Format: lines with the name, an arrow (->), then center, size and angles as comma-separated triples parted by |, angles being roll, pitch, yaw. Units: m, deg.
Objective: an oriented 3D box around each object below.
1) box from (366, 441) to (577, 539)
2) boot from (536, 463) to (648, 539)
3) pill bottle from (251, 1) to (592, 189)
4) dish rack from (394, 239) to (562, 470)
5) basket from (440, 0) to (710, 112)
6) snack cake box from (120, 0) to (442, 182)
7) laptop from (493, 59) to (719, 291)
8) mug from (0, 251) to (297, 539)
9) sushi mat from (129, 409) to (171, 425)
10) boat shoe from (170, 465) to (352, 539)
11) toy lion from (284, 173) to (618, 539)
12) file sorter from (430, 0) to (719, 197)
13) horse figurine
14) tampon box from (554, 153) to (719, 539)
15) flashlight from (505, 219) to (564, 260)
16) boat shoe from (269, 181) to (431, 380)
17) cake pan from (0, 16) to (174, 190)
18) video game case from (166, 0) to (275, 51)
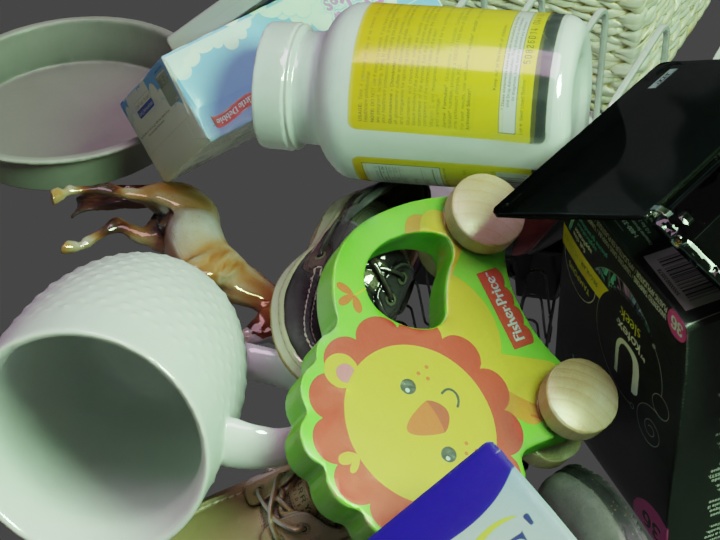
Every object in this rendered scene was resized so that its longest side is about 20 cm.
box -> 0.064, 0.227, 1.066 | 0.184, 0.105, 0.200 | -39, 51, -1
boot -> 0.109, 0.199, 1.175 | 0.132, 0.070, 0.200 | -21, 41, -11
pill bottle -> 0.039, -0.109, 1.297 | 0.200, 0.112, 0.112 | 5, 44, 13
dish rack -> 0.052, 0.047, 1.344 | 0.153, 0.055, 0.200 | 6, 44, 9
basket -> 0.160, -0.250, 1.579 | 0.198, 0.161, 0.200 | 19, 48, 20
snack cake box -> -0.053, -0.143, 1.425 | 0.200, 0.115, 0.067 | -29, 89, -24
laptop -> 0.212, -0.033, 1.164 | 0.200, 0.103, 0.177 | 44, 57, 8
mug -> -0.115, 0.071, 1.237 | 0.200, 0.148, 0.175 | 10, 24, 6
sushi mat -> -0.202, 0.078, 1.349 | 0.200, 0.012, 0.096 | -8, 44, -7
boat shoe -> -0.036, 0.140, 1.226 | 0.200, 0.065, 0.072 | -15, 60, -10
toy lion -> 0.037, 0.061, 1.198 | 0.192, 0.069, 0.200 | -17, 73, -29
file sorter -> 0.145, -0.107, 1.455 | 0.200, 0.125, 0.139 | 17, 46, 19
horse figurine -> -0.132, -0.014, 1.412 | 0.132, 0.050, 0.200 | -7, 35, -24
tampon box -> 0.204, 0.039, 1.241 | 0.126, 0.200, 0.150 | -18, 45, -16
flashlight -> 0.169, -0.033, 1.346 | 0.200, 0.068, 0.068 | 6, 7, 0
boat shoe -> 0.000, 0.000, 1.280 | 0.072, 0.065, 0.200 | 40, 33, -10
cake pan -> -0.212, -0.121, 1.528 | 0.200, 0.037, 0.200 | -3, 36, 2
video game case -> -0.029, -0.209, 1.439 | 0.018, 0.143, 0.200 | 59, 37, -2
